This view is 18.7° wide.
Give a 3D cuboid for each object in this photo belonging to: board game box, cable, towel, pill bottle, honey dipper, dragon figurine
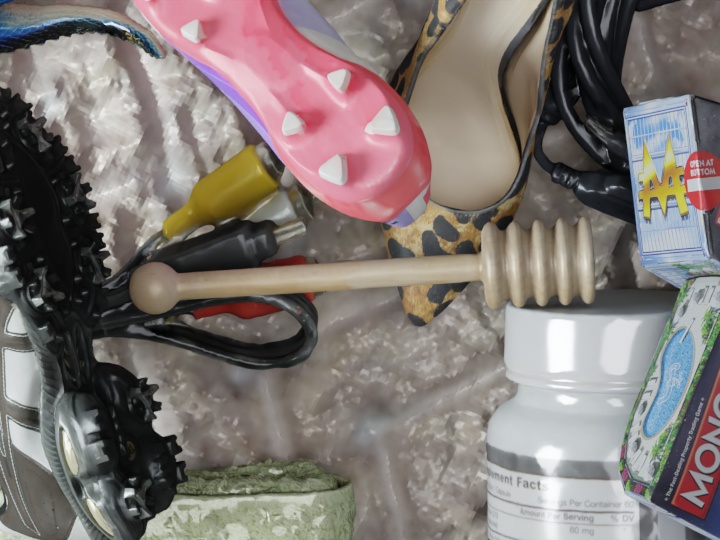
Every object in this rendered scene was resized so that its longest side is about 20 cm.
[{"bbox_3d":[0.180,0.022,0.903,0.199,0.062,0.201,28,78,-17],"label":"board game box"},{"bbox_3d":[0.184,-0.084,0.994,0.199,0.051,0.164,19,88,-5],"label":"cable"},{"bbox_3d":[-0.100,0.162,0.988,0.199,0.036,0.149,-2,96,-6],"label":"towel"},{"bbox_3d":[0.112,0.113,0.967,0.113,0.114,0.201,-1,95,-6],"label":"pill bottle"},{"bbox_3d":[0.000,0.000,0.936,0.199,0.038,0.038,-2,96,4],"label":"honey dipper"},{"bbox_3d":[-0.097,0.011,0.983,0.199,0.050,0.098,-17,109,8],"label":"cable"},{"bbox_3d":[-0.189,-0.100,0.943,0.199,0.059,0.100,22,93,-7],"label":"dragon figurine"}]

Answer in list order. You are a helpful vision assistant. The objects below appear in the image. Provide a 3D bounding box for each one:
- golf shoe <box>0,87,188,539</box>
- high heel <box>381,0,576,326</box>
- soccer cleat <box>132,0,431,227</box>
[{"bbox_3d":[-0.149,0.025,0.922,0.094,0.078,0.201,-14,96,28],"label":"golf shoe"},{"bbox_3d":[0.048,-0.070,0.926,0.071,0.143,0.201,14,93,-3],"label":"high heel"},{"bbox_3d":[-0.039,-0.096,0.943,0.067,0.076,0.200,-40,66,-1],"label":"soccer cleat"}]
